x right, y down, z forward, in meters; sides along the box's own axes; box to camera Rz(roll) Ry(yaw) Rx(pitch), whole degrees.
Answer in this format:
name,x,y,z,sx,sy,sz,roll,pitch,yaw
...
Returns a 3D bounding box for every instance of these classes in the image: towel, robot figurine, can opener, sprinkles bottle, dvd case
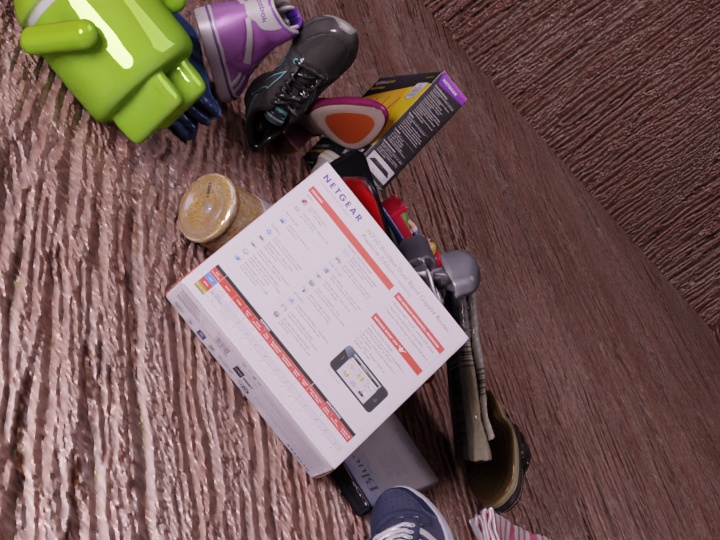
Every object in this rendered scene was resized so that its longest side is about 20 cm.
name,x,y,z,sx,sy,sz,roll,pitch,yaw
towel,-0.206,-0.227,1.524,0.112,0.048,0.201,40,20,-34
robot figurine,-0.231,-0.216,1.303,0.201,0.115,0.175,51,36,-2
towel,0.111,0.098,1.470,0.193,0.034,0.202,113,-27,-83
can opener,0.077,0.003,1.374,0.200,0.066,0.054,-98,171,-77
towel,0.191,0.325,1.474,0.200,0.030,0.147,32,26,-51
sprinkles bottle,-0.087,-0.025,1.379,0.200,0.068,0.069,32,25,-51
dvd case,0.000,0.150,1.335,0.143,0.017,0.200,57,17,12

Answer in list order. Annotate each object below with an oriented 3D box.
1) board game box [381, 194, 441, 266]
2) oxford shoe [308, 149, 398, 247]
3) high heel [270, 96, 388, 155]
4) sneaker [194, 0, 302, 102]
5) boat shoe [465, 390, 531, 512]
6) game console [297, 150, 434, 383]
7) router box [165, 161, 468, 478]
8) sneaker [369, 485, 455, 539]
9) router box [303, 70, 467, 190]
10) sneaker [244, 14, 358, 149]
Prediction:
name,x,y,z,sx,sy,sz,roll,pitch,yaw
board game box,0.063,-0.042,1.774,0.159,0.039,0.200,57,-3,21
oxford shoe,-0.011,-0.061,1.704,0.075,0.058,0.200,30,-17,40
high heel,-0.023,-0.189,1.665,0.068,0.199,0.096,54,56,-26
sneaker,-0.116,-0.245,1.593,0.201,0.113,0.073,106,-34,-81
boat shoe,0.154,0.199,1.560,0.065,0.073,0.200,40,19,-19
game console,0.029,-0.010,1.385,0.172,0.118,0.202,-37,113,-55
router box,-0.034,0.040,1.223,0.201,0.179,0.049,51,-29,-2
sneaker,0.026,0.233,1.137,0.108,0.070,0.201,42,22,-37
router box,0.026,-0.167,1.722,0.051,0.149,0.200,47,-12,-18
sneaker,-0.067,-0.204,1.607,0.075,0.200,0.080,29,49,-18
